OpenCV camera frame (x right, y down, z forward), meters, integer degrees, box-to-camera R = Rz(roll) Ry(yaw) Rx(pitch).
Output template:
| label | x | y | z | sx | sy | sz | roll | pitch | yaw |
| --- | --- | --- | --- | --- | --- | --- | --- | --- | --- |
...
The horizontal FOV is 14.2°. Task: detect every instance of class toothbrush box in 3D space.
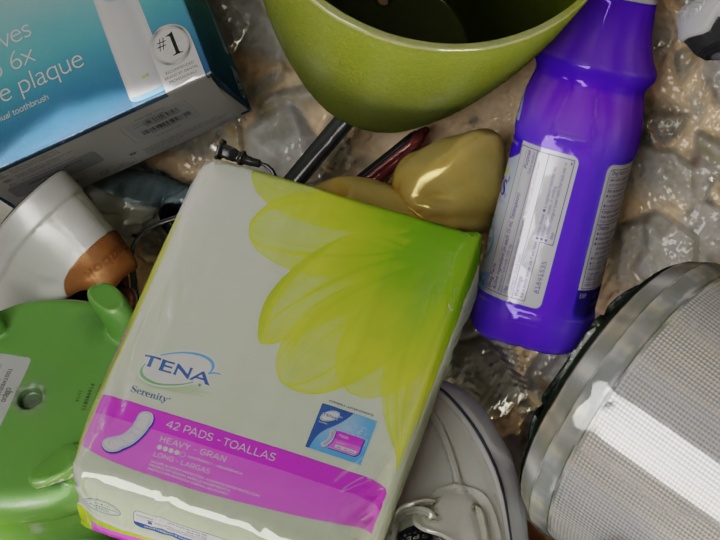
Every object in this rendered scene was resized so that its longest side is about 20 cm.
| label | x | y | z | sx | sy | sz | roll | pitch | yaw |
| --- | --- | --- | --- | --- | --- | --- | --- | --- | --- |
| toothbrush box | -0.167 | -0.155 | 1.589 | 0.146 | 0.085 | 0.200 | -23 | 73 | 8 |

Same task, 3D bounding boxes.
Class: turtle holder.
| label | x | y | z | sx | sy | sz | roll | pitch | yaw |
| --- | --- | --- | --- | --- | --- | --- | --- | --- | --- |
| turtle holder | -0.142 | 0.088 | 1.530 | 0.185 | 0.132 | 0.141 | -18 | 50 | 4 |

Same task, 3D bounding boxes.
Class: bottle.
| label | x | y | z | sx | sy | sz | roll | pitch | yaw |
| --- | --- | --- | --- | --- | --- | --- | --- | --- | --- |
| bottle | 0.108 | -0.060 | 1.492 | 0.065 | 0.084 | 0.200 | 15 | 102 | 6 |

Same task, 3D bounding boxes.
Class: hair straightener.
| label | x | y | z | sx | sy | sz | roll | pitch | yaw |
| --- | --- | --- | --- | --- | --- | --- | --- | --- | --- |
| hair straightener | -0.058 | -0.039 | 1.589 | 0.200 | 0.041 | 0.077 | -40 | 95 | 22 |

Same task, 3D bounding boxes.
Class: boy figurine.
| label | x | y | z | sx | sy | sz | roll | pitch | yaw |
| --- | --- | --- | --- | --- | --- | --- | --- | --- | --- |
| boy figurine | 0.000 | 0.000 | 1.522 | 0.124 | 0.064 | 0.200 | 36 | 80 | 21 |

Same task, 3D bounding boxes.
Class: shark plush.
| label | x | y | z | sx | sy | sz | roll | pitch | yaw |
| --- | --- | --- | --- | --- | --- | --- | --- | --- | --- |
| shark plush | -0.153 | -0.060 | 1.640 | 0.200 | 0.091 | 0.083 | 7 | 68 | 31 |

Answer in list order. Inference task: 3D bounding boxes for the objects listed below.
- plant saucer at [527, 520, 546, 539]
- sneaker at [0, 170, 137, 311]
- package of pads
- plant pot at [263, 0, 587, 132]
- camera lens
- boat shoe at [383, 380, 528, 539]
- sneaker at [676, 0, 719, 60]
| label | x | y | z | sx | sy | sz | roll | pitch | yaw |
| --- | --- | --- | --- | --- | --- | --- | --- | --- | --- |
| plant saucer | 0.040 | 0.182 | 1.485 | 0.200 | 0.200 | 0.037 | 54 | 137 | 13 |
| sneaker | -0.175 | 0.024 | 1.614 | 0.085 | 0.073 | 0.200 | 44 | 152 | 3 |
| package of pads | -0.043 | 0.053 | 1.428 | 0.154 | 0.068 | 0.200 | 17 | 63 | 11 |
| plant pot | 0.023 | -0.152 | 1.458 | 0.187 | 0.200 | 0.187 | 3 | 68 | -7 |
| camera lens | 0.191 | 0.104 | 1.421 | 0.200 | 0.160 | 0.160 | 36 | 109 | 20 |
| boat shoe | 0.039 | 0.141 | 1.435 | 0.072 | 0.066 | 0.200 | -25 | 64 | 31 |
| sneaker | 0.248 | -0.081 | 1.423 | 0.200 | 0.075 | 0.114 | 5 | 94 | 24 |
